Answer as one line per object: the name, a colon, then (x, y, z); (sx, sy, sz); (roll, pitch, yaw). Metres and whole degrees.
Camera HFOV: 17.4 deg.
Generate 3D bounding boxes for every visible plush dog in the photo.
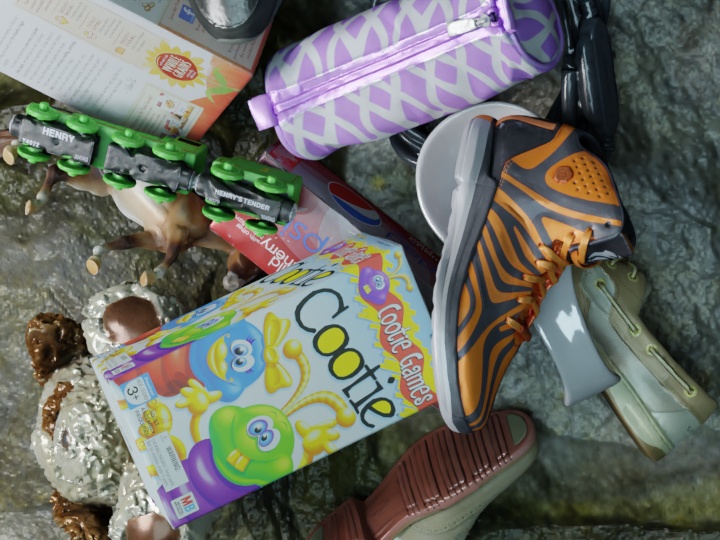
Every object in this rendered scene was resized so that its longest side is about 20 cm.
plush dog: (-0.155, 0.106, 1.626); (0.171, 0.160, 0.202); (-6, 92, 33)

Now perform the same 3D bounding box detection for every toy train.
toy train: (-0.131, -0.070, 1.529); (0.198, 0.056, 0.042); (18, 110, 9)

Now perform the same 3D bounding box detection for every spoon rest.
spoon rest: (0.106, -0.012, 1.486); (0.099, 0.061, 0.201); (-26, 87, 4)

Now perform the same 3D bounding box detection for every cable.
cable: (0.083, -0.150, 1.529); (0.162, 0.051, 0.202); (-6, 105, 21)

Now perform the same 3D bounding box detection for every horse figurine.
horse figurine: (-0.161, -0.050, 1.584); (0.200, 0.132, 0.050); (39, 126, 16)

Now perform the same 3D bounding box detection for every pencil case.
pencil case: (0.032, -0.132, 1.477); (0.199, 0.085, 0.084); (-22, 97, 31)

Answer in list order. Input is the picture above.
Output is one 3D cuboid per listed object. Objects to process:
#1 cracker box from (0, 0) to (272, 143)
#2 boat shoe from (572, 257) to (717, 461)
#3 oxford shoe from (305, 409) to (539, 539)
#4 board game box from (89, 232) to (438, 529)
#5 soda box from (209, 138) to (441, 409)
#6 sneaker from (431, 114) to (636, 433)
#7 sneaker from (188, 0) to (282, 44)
cracker box: (-0.172, -0.162, 1.514); (0.199, 0.058, 0.134); (26, 149, -14)
boat shoe: (0.163, 0.026, 1.551); (0.066, 0.074, 0.201); (-32, 93, 1)
oxford shoe: (0.051, 0.168, 1.628); (0.199, 0.071, 0.074); (-35, 121, 20)
board game box: (-0.055, 0.066, 1.481); (0.199, 0.103, 0.106); (-25, 100, -10)
soda box: (0.000, 0.000, 1.580); (0.200, 0.063, 0.070); (39, 110, 0)
sneaker: (0.107, 0.002, 1.421); (0.111, 0.078, 0.202); (6, 79, 14)
sneaker: (-0.091, -0.239, 1.433); (0.075, 0.079, 0.202); (-5, 90, 13)
